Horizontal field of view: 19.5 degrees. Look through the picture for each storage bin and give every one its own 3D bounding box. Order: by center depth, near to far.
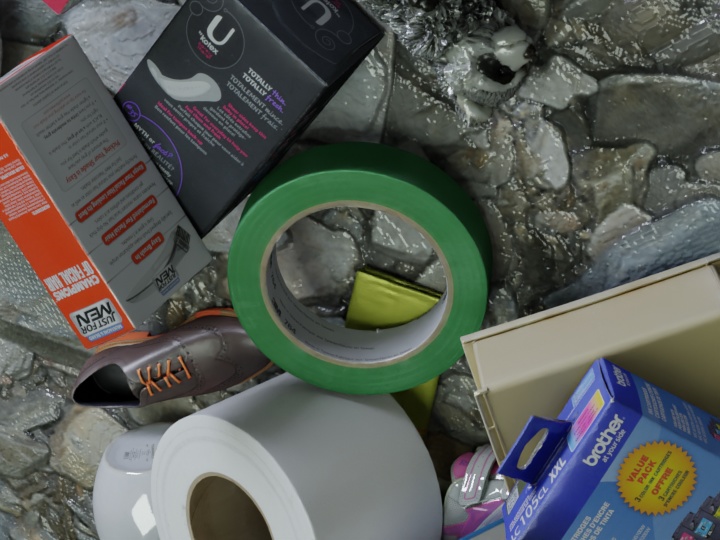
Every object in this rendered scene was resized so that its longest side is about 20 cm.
[{"bbox_3d":[0.200,0.121,1.518,0.199,0.094,0.199,-18,110,5],"label":"storage bin"}]

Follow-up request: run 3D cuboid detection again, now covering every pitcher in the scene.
[{"bbox_3d":[-0.157,0.247,1.785,0.121,0.172,0.201,-12,116,-2],"label":"pitcher"}]

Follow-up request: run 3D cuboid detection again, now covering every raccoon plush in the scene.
[{"bbox_3d":[0.043,-0.187,1.505,0.200,0.097,0.134,31,148,46],"label":"raccoon plush"}]

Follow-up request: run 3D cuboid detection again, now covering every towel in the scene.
[{"bbox_3d":[0.021,0.092,1.697,0.086,0.018,0.200,19,123,11],"label":"towel"}]

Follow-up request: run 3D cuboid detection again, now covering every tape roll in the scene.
[{"bbox_3d":[0.000,0.000,1.596,0.200,0.048,0.201,4,121,6],"label":"tape roll"},{"bbox_3d":[-0.053,0.188,1.674,0.202,0.139,0.203,21,121,39],"label":"tape roll"}]

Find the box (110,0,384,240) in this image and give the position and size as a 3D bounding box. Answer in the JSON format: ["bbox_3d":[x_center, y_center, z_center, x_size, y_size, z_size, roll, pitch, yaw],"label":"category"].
[{"bbox_3d":[-0.096,-0.136,1.569,0.122,0.106,0.200,43,129,-1],"label":"box"}]

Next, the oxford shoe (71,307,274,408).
[{"bbox_3d":[-0.153,0.084,1.747,0.200,0.073,0.071,-16,108,33],"label":"oxford shoe"}]

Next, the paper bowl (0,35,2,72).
[{"bbox_3d":[-0.378,-0.195,1.687,0.200,0.104,0.201,13,123,22],"label":"paper bowl"}]

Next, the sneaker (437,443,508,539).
[{"bbox_3d":[0.115,0.179,1.653,0.200,0.081,0.088,-32,101,36],"label":"sneaker"}]

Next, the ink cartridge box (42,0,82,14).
[{"bbox_3d":[-0.237,-0.302,1.524,0.200,0.145,0.083,43,129,0],"label":"ink cartridge box"}]

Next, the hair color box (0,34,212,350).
[{"bbox_3d":[-0.206,-0.057,1.536,0.064,0.111,0.200,-23,105,39],"label":"hair color box"}]

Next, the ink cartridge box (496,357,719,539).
[{"bbox_3d":[0.189,0.155,1.442,0.200,0.076,0.137,28,107,-9],"label":"ink cartridge box"}]

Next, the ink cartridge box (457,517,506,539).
[{"bbox_3d":[0.042,0.289,1.622,0.086,0.146,0.200,56,141,18],"label":"ink cartridge box"}]
